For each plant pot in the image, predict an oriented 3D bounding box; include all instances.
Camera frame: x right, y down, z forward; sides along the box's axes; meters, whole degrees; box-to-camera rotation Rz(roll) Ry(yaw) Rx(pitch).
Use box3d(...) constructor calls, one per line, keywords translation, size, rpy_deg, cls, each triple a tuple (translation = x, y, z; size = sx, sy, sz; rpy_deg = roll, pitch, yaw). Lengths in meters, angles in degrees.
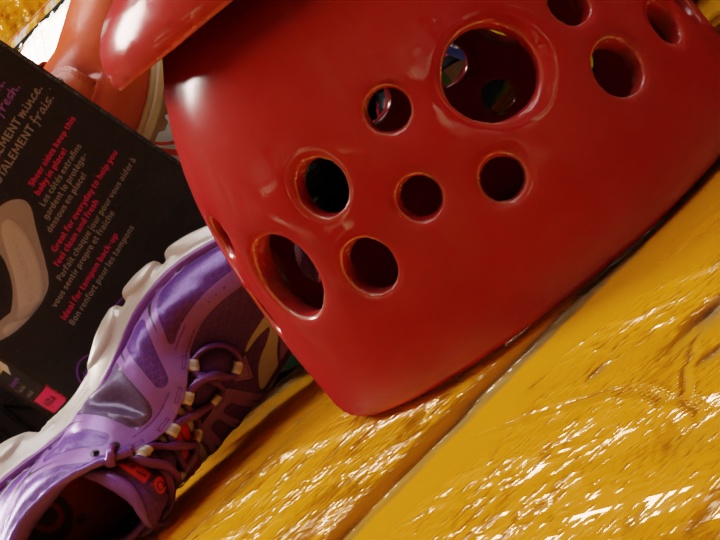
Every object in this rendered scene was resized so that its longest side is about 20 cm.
box3d(translation=(0.017, -0.075, 0.956), size=(0.200, 0.183, 0.200), rpy_deg=(-38, 5, 4), cls="plant pot")

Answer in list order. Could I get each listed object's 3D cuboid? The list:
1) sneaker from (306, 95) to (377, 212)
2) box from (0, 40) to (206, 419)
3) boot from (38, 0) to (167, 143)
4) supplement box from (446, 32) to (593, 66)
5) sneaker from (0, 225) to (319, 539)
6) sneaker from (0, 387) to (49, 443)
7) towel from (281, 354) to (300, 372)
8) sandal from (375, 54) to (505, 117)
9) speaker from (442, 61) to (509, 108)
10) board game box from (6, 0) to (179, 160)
box3d(translation=(-0.020, -0.097, 1.263), size=(0.200, 0.079, 0.074), rpy_deg=(-56, -27, 11), cls="sneaker")
box3d(translation=(-0.144, -0.009, 1.174), size=(0.122, 0.200, 0.106), rpy_deg=(-58, 13, -13), cls="box")
box3d(translation=(-0.153, -0.076, 1.258), size=(0.075, 0.107, 0.201), rpy_deg=(6, 85, 66), cls="boot")
box3d(translation=(0.091, -0.180, 1.092), size=(0.110, 0.109, 0.200), rpy_deg=(-55, -19, -33), cls="supplement box")
box3d(translation=(-0.083, 0.068, 1.060), size=(0.200, 0.081, 0.083), rpy_deg=(-51, 27, -2), cls="sneaker")
box3d(translation=(-0.131, 0.056, 1.315), size=(0.108, 0.070, 0.200), rpy_deg=(-35, 5, 37), cls="sneaker")
box3d(translation=(0.000, 0.000, 1.197), size=(0.147, 0.022, 0.200), rpy_deg=(-42, 8, -24), cls="towel")
box3d(translation=(0.046, -0.102, 1.222), size=(0.200, 0.045, 0.075), rpy_deg=(-55, 10, -7), cls="sandal")
box3d(translation=(0.044, -0.117, 1.439), size=(0.088, 0.089, 0.200), rpy_deg=(-35, 9, 30), cls="speaker")
box3d(translation=(-0.168, -0.053, 1.398), size=(0.046, 0.152, 0.200), rpy_deg=(5, -28, -38), cls="board game box")
